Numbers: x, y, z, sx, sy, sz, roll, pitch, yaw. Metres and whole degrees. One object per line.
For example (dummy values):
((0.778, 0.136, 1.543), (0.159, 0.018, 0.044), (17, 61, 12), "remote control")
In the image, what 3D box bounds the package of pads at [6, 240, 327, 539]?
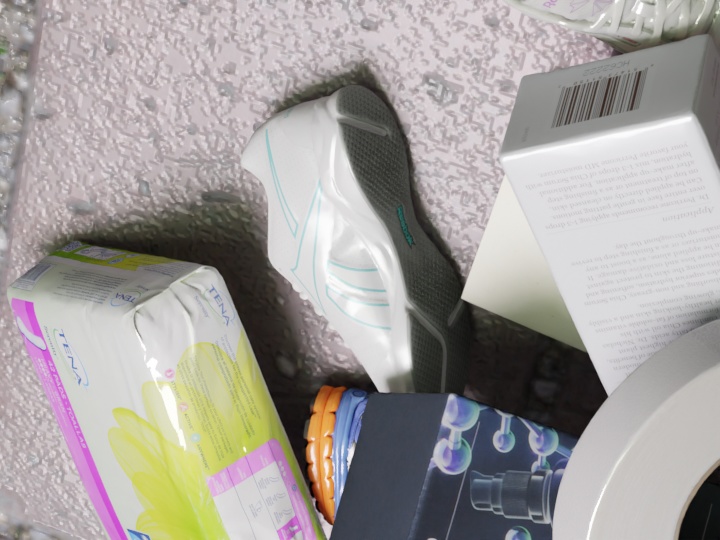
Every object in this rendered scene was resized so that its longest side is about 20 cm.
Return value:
((-0.107, 0.087, 1.401), (0.154, 0.068, 0.200), (8, 125, 54), "package of pads")

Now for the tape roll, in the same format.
((0.190, 0.115, 1.223), (0.203, 0.037, 0.203), (-9, 117, -19), "tape roll")

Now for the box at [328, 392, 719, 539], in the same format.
((0.090, 0.161, 1.300), (0.200, 0.107, 0.148), (20, 80, -20), "box")

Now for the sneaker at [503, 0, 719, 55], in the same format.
((0.127, -0.129, 1.222), (0.200, 0.100, 0.075), (25, 116, 6), "sneaker")

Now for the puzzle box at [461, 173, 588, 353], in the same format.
((0.164, -0.004, 1.316), (0.200, 0.025, 0.133), (24, 121, 7), "puzzle box")

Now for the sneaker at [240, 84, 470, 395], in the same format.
((0.000, 0.000, 1.361), (0.080, 0.070, 0.200), (-12, 104, 32), "sneaker")

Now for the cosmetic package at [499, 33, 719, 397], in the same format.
((0.153, -0.009, 1.236), (0.101, 0.071, 0.200), (-11, 125, 24), "cosmetic package")

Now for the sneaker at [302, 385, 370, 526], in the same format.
((0.026, 0.157, 1.424), (0.078, 0.075, 0.200), (-7, 115, 20), "sneaker")
